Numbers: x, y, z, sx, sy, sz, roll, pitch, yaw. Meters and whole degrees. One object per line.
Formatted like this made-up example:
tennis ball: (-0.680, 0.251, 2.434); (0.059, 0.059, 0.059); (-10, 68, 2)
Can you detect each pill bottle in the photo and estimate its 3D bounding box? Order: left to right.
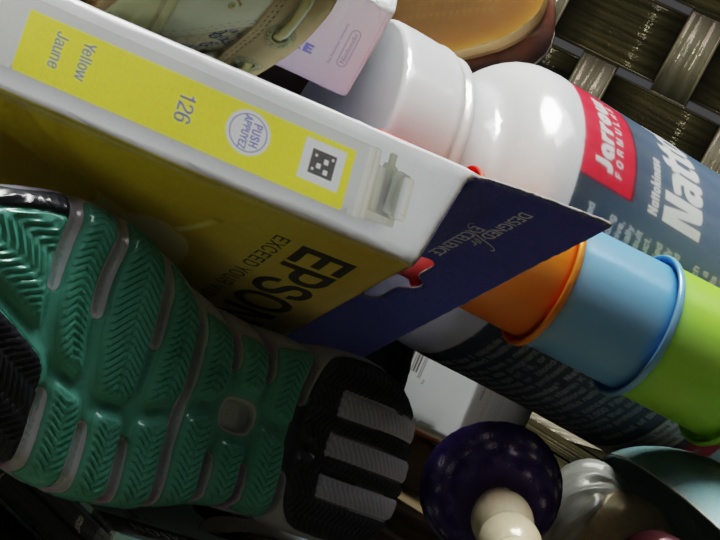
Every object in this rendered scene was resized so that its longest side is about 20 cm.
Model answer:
pill bottle: (0.069, -0.010, 0.782); (0.200, 0.120, 0.120); (28, 4, -26)

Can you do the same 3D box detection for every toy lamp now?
toy lamp: (0.051, 0.106, 0.619); (0.058, 0.058, 0.200); (27, 12, -13)

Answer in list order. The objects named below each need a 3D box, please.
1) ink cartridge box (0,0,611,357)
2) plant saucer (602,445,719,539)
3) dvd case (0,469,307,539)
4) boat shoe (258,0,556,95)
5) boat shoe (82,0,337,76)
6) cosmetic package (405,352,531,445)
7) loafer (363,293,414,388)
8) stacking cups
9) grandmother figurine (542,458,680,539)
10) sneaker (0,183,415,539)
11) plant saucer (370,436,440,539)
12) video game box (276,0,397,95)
ink cartridge box: (-0.059, -0.009, 0.624); (0.199, 0.047, 0.198); (24, -23, -16)
plant saucer: (0.165, 0.137, 0.746); (0.200, 0.027, 0.200); (50, -6, 8)
dvd case: (-0.082, 0.060, 0.664); (0.146, 0.022, 0.200); (24, 7, -44)
boat shoe: (-0.009, -0.096, 0.849); (0.199, 0.071, 0.070); (2, -33, 26)
boat shoe: (-0.061, -0.065, 0.634); (0.062, 0.074, 0.200); (22, -12, -11)
cosmetic package: (0.028, 0.044, 1.000); (0.101, 0.071, 0.200); (23, -5, 14)
loafer: (0.000, 0.000, 0.863); (0.070, 0.068, 0.201); (44, 31, -19)
stacking cups: (0.081, 0.007, 0.698); (0.200, 0.061, 0.061); (29, 4, -16)
grandmother figurine: (0.120, 0.131, 0.685); (0.200, 0.060, 0.122); (47, -27, 50)
sneaker: (-0.075, 0.032, 0.581); (0.087, 0.075, 0.200); (6, -18, 43)
plant saucer: (0.046, 0.110, 0.847); (0.200, 0.030, 0.200); (28, 5, -3)
video game box: (-0.069, -0.162, 0.765); (0.182, 0.047, 0.200); (27, 31, -11)
